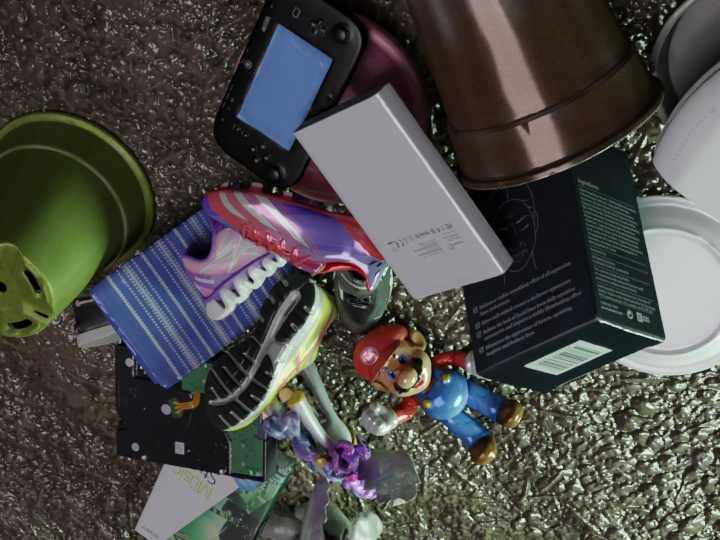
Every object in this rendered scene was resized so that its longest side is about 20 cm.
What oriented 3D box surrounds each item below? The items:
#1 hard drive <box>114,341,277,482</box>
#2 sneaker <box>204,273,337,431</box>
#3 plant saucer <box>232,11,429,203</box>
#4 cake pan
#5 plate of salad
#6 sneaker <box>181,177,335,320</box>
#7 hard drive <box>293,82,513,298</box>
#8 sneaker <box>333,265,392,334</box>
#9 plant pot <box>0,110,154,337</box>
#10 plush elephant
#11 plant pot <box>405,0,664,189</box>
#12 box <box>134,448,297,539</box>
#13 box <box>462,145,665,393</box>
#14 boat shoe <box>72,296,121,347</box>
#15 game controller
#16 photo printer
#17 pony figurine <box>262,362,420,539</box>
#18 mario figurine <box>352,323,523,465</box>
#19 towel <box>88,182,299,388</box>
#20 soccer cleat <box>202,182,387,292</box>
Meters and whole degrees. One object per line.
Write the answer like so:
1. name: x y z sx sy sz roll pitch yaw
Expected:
1. hard drive: -0.191 0.161 1.710 0.198 0.038 0.141 7 106 22
2. sneaker: -0.090 0.098 1.603 0.200 0.090 0.078 -51 61 13
3. plant saucer: -0.026 -0.165 1.436 0.199 0.051 0.202 9 122 14
4. cake pan: 0.360 -0.181 1.320 0.198 0.037 0.201 8 128 11
5. plate of salad: 0.305 0.013 1.478 0.198 0.048 0.202 7 117 13
6. sneaker: -0.108 -0.040 1.524 0.200 0.081 0.089 -41 98 14
7. hard drive: 0.038 -0.069 1.350 0.132 0.027 0.200 -17 115 51
8. sneaker: 0.000 0.000 1.535 0.066 0.091 0.201 16 129 6
9. plant pot: -0.342 -0.033 1.555 0.198 0.191 0.201 8 128 11
10. plush elephant: -0.039 0.359 1.764 0.198 0.166 0.155 2 169 -1
11. plant pot: 0.137 -0.206 1.283 0.199 0.201 0.199 -16 113 27
12. box: -0.177 0.273 1.775 0.144 0.036 0.201 32 116 14
13. box: 0.180 -0.009 1.381 0.107 0.202 0.148 16 147 -41
14. boat shoe: -0.235 0.033 1.653 0.199 0.074 0.061 -18 82 20
15. game controller: -0.069 -0.174 1.390 0.104 0.042 0.201 29 123 0
16. photo printer: 0.373 -0.103 1.305 0.199 0.070 0.167 34 128 -9
17. pony figurine: -0.028 0.208 1.641 0.166 0.193 0.200 -32 111 15
18. mario figurine: 0.079 0.134 1.594 0.199 0.124 0.106 33 149 -14
19. towel: -0.175 0.019 1.585 0.199 0.024 0.145 -36 113 -4
20. soccer cleat: -0.067 -0.035 1.446 0.198 0.077 0.067 12 171 10
